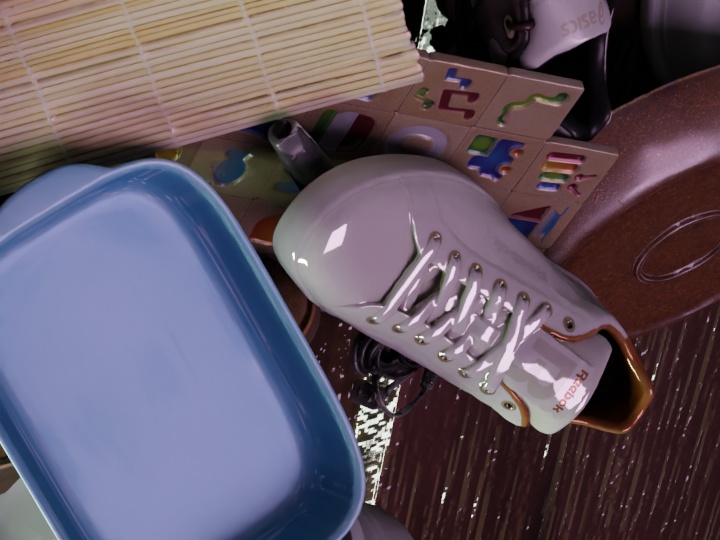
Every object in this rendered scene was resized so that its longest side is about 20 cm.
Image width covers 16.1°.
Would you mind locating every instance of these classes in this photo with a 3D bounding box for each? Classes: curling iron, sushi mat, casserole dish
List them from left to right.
[{"bbox_3d":[-0.081,-0.077,0.932,0.200,0.012,0.096,-15,140,6],"label":"sushi mat"},{"bbox_3d":[-0.080,0.048,0.982,0.121,0.039,0.200,-32,107,-12],"label":"casserole dish"},{"bbox_3d":[0.000,0.000,1.030,0.050,0.026,0.200,-57,151,-21],"label":"curling iron"}]

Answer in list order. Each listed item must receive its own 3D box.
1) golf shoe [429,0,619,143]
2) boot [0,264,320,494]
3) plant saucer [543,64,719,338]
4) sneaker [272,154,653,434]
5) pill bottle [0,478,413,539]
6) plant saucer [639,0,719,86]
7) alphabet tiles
[{"bbox_3d":[0.068,-0.135,0.991,0.078,0.094,0.200,-29,138,-12],"label":"golf shoe"},{"bbox_3d":[-0.113,0.032,1.017,0.200,0.074,0.075,-20,127,-9],"label":"boot"},{"bbox_3d":[0.141,-0.022,1.155,0.200,0.034,0.200,-21,153,-11],"label":"plant saucer"},{"bbox_3d":[0.052,0.014,1.006,0.200,0.085,0.073,23,107,-46],"label":"sneaker"},{"bbox_3d":[-0.069,0.132,1.116,0.200,0.114,0.114,19,114,-47],"label":"pill bottle"},{"bbox_3d":[0.220,-0.139,1.141,0.200,0.050,0.200,-22,138,-22],"label":"plant saucer"},{"bbox_3d":[-0.006,-0.035,1.023,0.200,0.006,0.166,9,142,-22],"label":"alphabet tiles"}]
